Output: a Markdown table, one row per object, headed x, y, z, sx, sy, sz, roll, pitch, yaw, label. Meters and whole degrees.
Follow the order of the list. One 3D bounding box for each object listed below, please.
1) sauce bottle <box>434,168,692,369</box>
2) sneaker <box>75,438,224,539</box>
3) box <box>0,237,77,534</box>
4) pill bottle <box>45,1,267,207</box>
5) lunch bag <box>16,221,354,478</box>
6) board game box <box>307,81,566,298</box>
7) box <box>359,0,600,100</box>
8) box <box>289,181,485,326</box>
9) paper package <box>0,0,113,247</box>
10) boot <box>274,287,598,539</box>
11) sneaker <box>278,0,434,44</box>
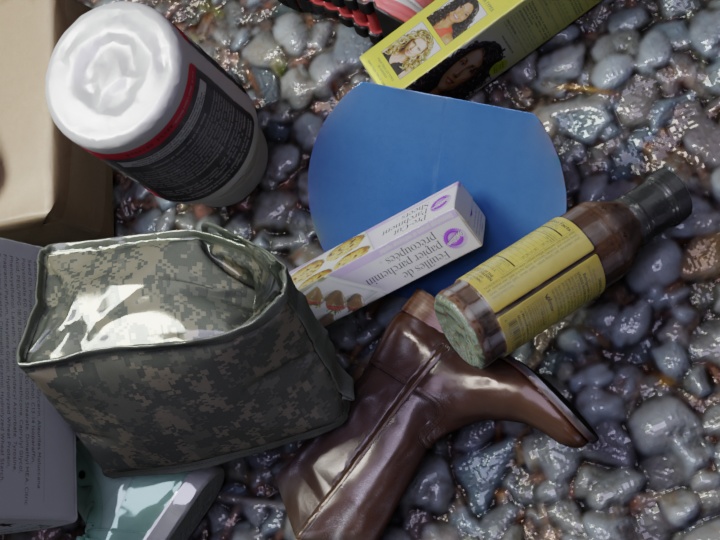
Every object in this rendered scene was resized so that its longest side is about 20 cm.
| x | y | z | sx | sy | sz | roll | pitch | yaw | label |
| --- | --- | --- | --- | --- | --- | --- | --- | --- | --- |
| 0.146 | -0.005 | 1.033 | 0.199 | 0.065 | 0.065 | -30 | 67 | -17 | sauce bottle |
| -0.206 | 0.203 | 1.127 | 0.118 | 0.074 | 0.201 | 33 | 79 | 17 | sneaker |
| -0.318 | 0.091 | 1.066 | 0.198 | 0.130 | 0.202 | -13 | 74 | 32 | box |
| -0.143 | -0.115 | 1.117 | 0.110 | 0.200 | 0.112 | -5 | 74 | 18 | pill bottle |
| -0.114 | 0.055 | 1.037 | 0.198 | 0.164 | 0.118 | -7 | 52 | 14 | lunch bag |
| 0.059 | -0.056 | 1.106 | 0.198 | 0.039 | 0.159 | 12 | 111 | 16 | board game box |
| 0.100 | -0.190 | 1.120 | 0.199 | 0.075 | 0.050 | -37 | 64 | 9 | box |
| 0.000 | 0.000 | 1.095 | 0.199 | 0.039 | 0.042 | -27 | 27 | 26 | box |
| -0.307 | -0.112 | 1.227 | 0.189 | 0.103 | 0.202 | -9 | 74 | 19 | paper package |
| 0.048 | 0.140 | 1.061 | 0.186 | 0.064 | 0.201 | 36 | 89 | 32 | boot |
| -0.016 | -0.250 | 1.188 | 0.199 | 0.074 | 0.087 | 29 | 74 | 19 | sneaker |
